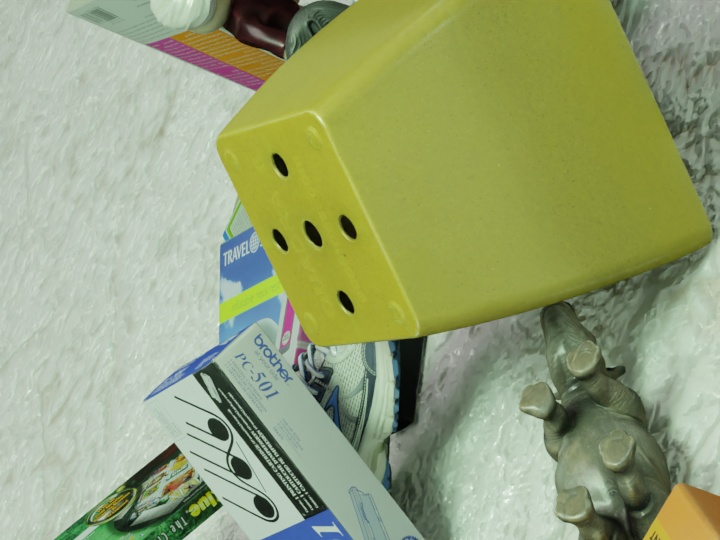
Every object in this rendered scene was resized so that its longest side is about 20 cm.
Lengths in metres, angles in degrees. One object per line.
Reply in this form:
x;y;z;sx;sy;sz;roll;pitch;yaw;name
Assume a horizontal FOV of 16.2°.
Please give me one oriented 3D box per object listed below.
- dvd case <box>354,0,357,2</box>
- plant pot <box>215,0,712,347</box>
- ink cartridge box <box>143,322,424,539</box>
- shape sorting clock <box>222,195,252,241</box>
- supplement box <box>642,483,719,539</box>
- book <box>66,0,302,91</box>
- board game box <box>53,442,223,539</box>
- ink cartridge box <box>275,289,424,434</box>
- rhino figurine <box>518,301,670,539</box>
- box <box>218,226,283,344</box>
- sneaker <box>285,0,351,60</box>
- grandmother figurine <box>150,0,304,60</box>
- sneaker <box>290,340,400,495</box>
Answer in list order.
0.048;-0.216;1.579;0.200;0.022;0.146;48;112;36;dvd case
0.041;-0.058;1.412;0.176;0.200;0.200;-30;10;-27;plant pot
-0.036;0.132;1.508;0.044;0.200;0.094;-42;7;-36;ink cartridge box
-0.041;-0.035;1.826;0.200;0.039;0.201;-29;56;54;shape sorting clock
0.141;0.208;1.232;0.200;0.069;0.067;-63;23;15;supplement box
-0.104;-0.176;1.877;0.134;0.200;0.048;-10;62;61;book
-0.148;0.167;1.664;0.200;0.024;0.105;-39;23;-21;board game box
0.000;0.000;1.650;0.037;0.094;0.201;-35;40;49;ink cartridge box
0.125;0.085;1.350;0.060;0.088;0.200;-27;36;12;rhino figurine
-0.051;0.042;1.733;0.122;0.048;0.201;-26;60;56;box
0.014;-0.096;1.593;0.076;0.201;0.115;-40;23;2;sneaker
-0.052;-0.167;1.762;0.061;0.199;0.121;-69;23;12;grandmother figurine
-0.020;0.082;1.546;0.077;0.085;0.201;-93;7;-62;sneaker
